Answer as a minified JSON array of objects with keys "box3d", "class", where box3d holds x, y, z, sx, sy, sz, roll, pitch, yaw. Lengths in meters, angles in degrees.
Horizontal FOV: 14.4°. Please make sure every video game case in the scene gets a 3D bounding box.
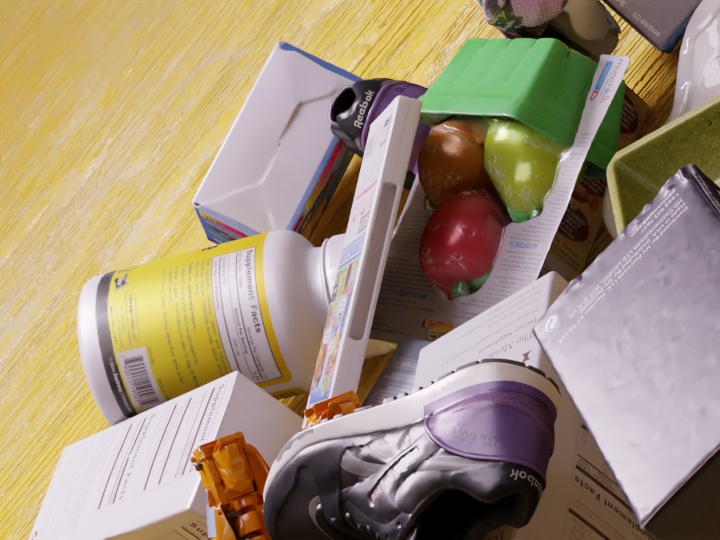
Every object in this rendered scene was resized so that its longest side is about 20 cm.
[{"box3d":[0.000,0.000,1.747,0.143,0.018,0.201,148,135,-82],"class":"video game case"}]

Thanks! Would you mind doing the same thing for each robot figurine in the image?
[{"box3d":[-0.015,0.178,1.593,0.144,0.201,0.058,-20,-6,-17],"class":"robot figurine"}]

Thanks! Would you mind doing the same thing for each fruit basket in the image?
[{"box3d":[0.082,-0.041,1.747,0.185,0.093,0.201,7,78,60],"class":"fruit basket"}]

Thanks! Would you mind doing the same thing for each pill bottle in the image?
[{"box3d":[-0.083,0.037,1.938,0.199,0.113,0.113,-13,37,13],"class":"pill bottle"}]

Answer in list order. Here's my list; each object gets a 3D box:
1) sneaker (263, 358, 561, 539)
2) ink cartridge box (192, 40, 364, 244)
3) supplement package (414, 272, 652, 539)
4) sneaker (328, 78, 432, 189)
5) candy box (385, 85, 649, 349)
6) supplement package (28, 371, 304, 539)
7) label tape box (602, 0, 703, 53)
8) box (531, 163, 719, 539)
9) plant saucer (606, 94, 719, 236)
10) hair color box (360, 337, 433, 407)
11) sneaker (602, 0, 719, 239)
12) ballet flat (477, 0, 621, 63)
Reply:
[{"box3d":[0.016,0.120,1.471,0.200,0.076,0.088,-31,39,40],"class":"sneaker"},{"box3d":[-0.055,-0.076,2.070,0.137,0.076,0.200,-62,-2,-6],"class":"ink cartridge box"},{"box3d":[0.093,0.124,1.563,0.114,0.109,0.201,-33,31,36],"class":"supplement package"},{"box3d":[0.024,-0.103,1.947,0.200,0.087,0.076,113,180,-87],"class":"sneaker"},{"box3d":[0.101,-0.031,1.837,0.115,0.055,0.201,-15,43,52],"class":"candy box"},{"box3d":[-0.116,0.164,1.891,0.200,0.114,0.110,-24,38,45],"class":"supplement package"},{"box3d":[0.235,-0.232,1.795,0.200,0.063,0.144,-50,-3,7],"class":"label tape box"},{"box3d":[0.205,0.084,1.330,0.123,0.200,0.199,-47,25,10],"class":"box"},{"box3d":[0.241,-0.035,1.571,0.199,0.048,0.201,-29,34,19],"class":"plant saucer"},{"box3d":[0.022,0.151,1.682,0.201,0.099,0.061,-59,26,-13],"class":"hair color box"},{"box3d":[0.227,-0.093,1.704,0.088,0.075,0.201,14,73,48],"class":"sneaker"},{"box3d":[0.126,-0.160,1.795,0.069,0.071,0.200,-65,-15,1],"class":"ballet flat"}]
